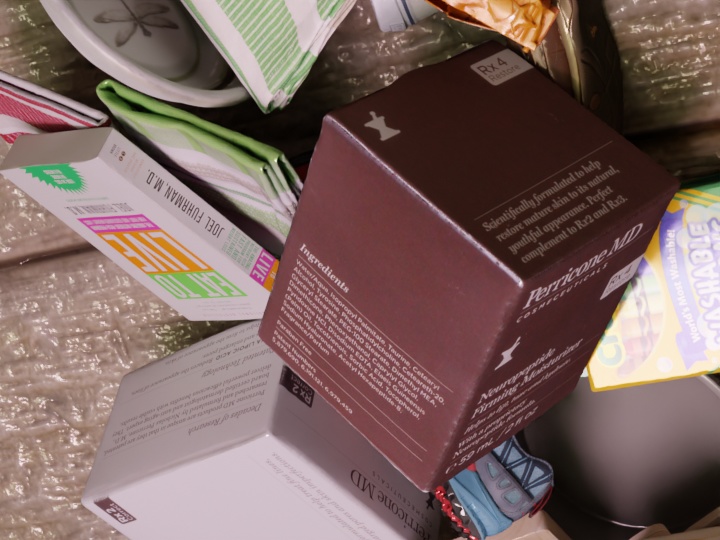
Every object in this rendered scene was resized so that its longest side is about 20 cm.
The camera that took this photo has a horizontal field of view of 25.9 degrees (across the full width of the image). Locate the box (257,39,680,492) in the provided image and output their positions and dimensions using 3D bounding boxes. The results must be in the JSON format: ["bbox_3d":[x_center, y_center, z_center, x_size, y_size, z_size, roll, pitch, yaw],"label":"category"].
[{"bbox_3d":[0.062,-0.004,0.995,0.164,0.166,0.200,42,138,22],"label":"box"}]

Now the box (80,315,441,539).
[{"bbox_3d":[-0.068,0.154,1.208,0.200,0.131,0.199,-23,128,33],"label":"box"}]

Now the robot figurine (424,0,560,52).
[{"bbox_3d":[0.046,-0.226,0.951,0.200,0.058,0.145,33,113,3],"label":"robot figurine"}]

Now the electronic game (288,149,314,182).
[{"bbox_3d":[0.000,0.000,1.182,0.200,0.042,0.200,12,122,19],"label":"electronic game"}]

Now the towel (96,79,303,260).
[{"bbox_3d":[-0.093,-0.054,1.089,0.149,0.031,0.200,22,165,22],"label":"towel"}]

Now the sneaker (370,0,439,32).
[{"bbox_3d":[0.015,-0.260,1.024,0.071,0.073,0.200,-19,107,2],"label":"sneaker"}]

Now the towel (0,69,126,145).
[{"bbox_3d":[-0.212,-0.086,1.161,0.144,0.023,0.200,22,165,19],"label":"towel"}]

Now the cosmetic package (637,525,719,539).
[{"bbox_3d":[0.260,0.233,1.097,0.071,0.200,0.105,58,135,37],"label":"cosmetic package"}]

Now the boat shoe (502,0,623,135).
[{"bbox_3d":[0.127,-0.140,1.031,0.067,0.072,0.201,-2,110,31],"label":"boat shoe"}]

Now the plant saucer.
[{"bbox_3d":[-0.151,-0.179,1.052,0.200,0.200,0.050,46,123,-5],"label":"plant saucer"}]

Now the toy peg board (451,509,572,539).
[{"bbox_3d":[0.087,0.287,1.177,0.199,0.098,0.200,-23,146,14],"label":"toy peg board"}]

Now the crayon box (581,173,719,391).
[{"bbox_3d":[0.211,0.007,1.056,0.200,0.052,0.126,-12,97,25],"label":"crayon box"}]

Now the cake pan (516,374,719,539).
[{"bbox_3d":[0.198,0.130,1.166,0.200,0.037,0.201,11,122,19],"label":"cake pan"}]

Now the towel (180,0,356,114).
[{"bbox_3d":[-0.059,-0.205,0.963,0.153,0.023,0.200,53,144,9],"label":"towel"}]

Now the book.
[{"bbox_3d":[-0.145,-0.033,1.128,0.133,0.048,0.200,1,148,50],"label":"book"}]

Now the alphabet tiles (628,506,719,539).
[{"bbox_3d":[0.209,0.248,1.149,0.195,0.015,0.200,-36,142,6],"label":"alphabet tiles"}]

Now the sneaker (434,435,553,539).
[{"bbox_3d":[0.072,0.092,1.126,0.079,0.095,0.200,100,146,-70],"label":"sneaker"}]
